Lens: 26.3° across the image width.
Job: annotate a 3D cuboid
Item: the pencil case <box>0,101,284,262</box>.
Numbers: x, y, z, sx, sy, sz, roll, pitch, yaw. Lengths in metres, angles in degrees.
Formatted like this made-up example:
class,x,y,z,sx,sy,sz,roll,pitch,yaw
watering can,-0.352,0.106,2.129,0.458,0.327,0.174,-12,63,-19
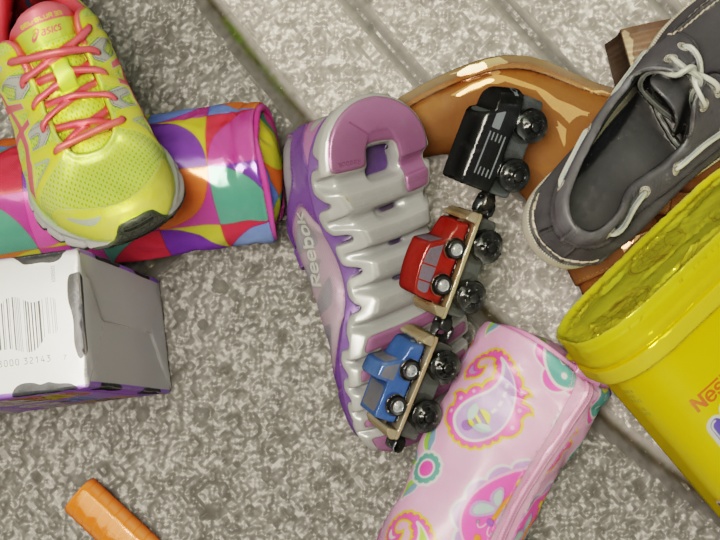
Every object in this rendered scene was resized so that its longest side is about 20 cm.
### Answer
class,x,y,z,sx,sy,sz,roll,pitch,yaw
pencil case,-0.140,-0.043,0.875,0.199,0.088,0.089,-8,83,8

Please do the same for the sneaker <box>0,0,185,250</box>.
class,x,y,z,sx,sy,sz,roll,pitch,yaw
sneaker,-0.155,-0.091,0.802,0.078,0.091,0.200,-25,50,-13

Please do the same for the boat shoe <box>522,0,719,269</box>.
class,x,y,z,sx,sy,sz,roll,pitch,yaw
boat shoe,0.164,-0.081,0.792,0.073,0.063,0.200,43,83,1

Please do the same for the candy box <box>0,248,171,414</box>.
class,x,y,z,sx,sy,sz,roll,pitch,yaw
candy box,-0.220,0.043,0.829,0.199,0.168,0.072,-7,84,5

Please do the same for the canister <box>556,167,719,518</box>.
class,x,y,z,sx,sy,sz,roll,pitch,yaw
canister,0.219,0.060,0.790,0.148,0.087,0.200,-43,100,-7

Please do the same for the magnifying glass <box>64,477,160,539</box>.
class,x,y,z,sx,sy,sz,roll,pitch,yaw
magnifying glass,-0.089,0.194,0.875,0.200,0.022,0.080,41,90,7

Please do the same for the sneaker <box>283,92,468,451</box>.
class,x,y,z,sx,sy,sz,roll,pitch,yaw
sneaker,0.000,0.000,0.857,0.080,0.088,0.201,-18,107,-32

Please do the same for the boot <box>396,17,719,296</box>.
class,x,y,z,sx,sy,sz,roll,pitch,yaw
boot,0.112,-0.044,0.857,0.199,0.077,0.156,-12,87,-2

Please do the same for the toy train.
class,x,y,z,sx,sy,sz,roll,pitch,yaw
toy train,0.044,-0.001,0.806,0.046,0.034,0.201,18,94,-26

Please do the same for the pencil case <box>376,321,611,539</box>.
class,x,y,z,sx,sy,sz,roll,pitch,yaw
pencil case,0.059,0.128,0.829,0.087,0.087,0.201,27,85,8
